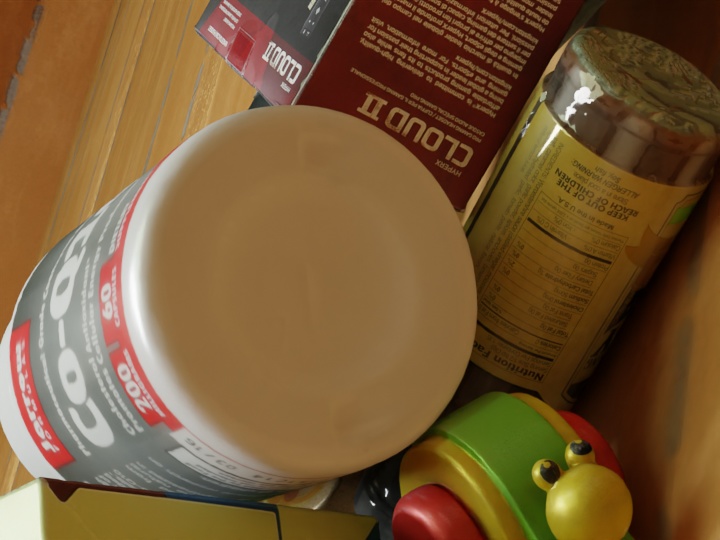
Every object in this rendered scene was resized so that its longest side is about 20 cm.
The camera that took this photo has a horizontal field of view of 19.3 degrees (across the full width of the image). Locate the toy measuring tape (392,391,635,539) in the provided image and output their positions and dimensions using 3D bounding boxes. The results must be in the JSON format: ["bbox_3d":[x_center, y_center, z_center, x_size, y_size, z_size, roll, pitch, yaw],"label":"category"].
[{"bbox_3d":[0.033,0.082,0.682,0.200,0.073,0.074,142,146,-66],"label":"toy measuring tape"}]

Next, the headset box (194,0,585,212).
[{"bbox_3d":[0.024,-0.122,0.739,0.200,0.077,0.149,-61,22,7],"label":"headset box"}]

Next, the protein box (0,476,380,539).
[{"bbox_3d":[-0.095,0.192,0.659,0.200,0.135,0.199,-27,61,41],"label":"protein box"}]

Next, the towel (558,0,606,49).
[{"bbox_3d":[0.068,-0.168,0.839,0.200,0.048,0.172,-41,38,32],"label":"towel"}]

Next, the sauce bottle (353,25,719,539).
[{"bbox_3d":[0.054,0.014,0.718,0.065,0.064,0.200,-89,23,-55],"label":"sauce bottle"}]

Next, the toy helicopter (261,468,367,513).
[{"bbox_3d":[-0.063,0.135,0.806,0.200,0.079,0.132,-48,37,18],"label":"toy helicopter"}]

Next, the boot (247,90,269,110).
[{"bbox_3d":[-0.006,-0.131,1.169,0.204,0.073,0.154,-42,28,52],"label":"boot"}]

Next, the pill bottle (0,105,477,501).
[{"bbox_3d":[-0.053,0.024,0.710,0.200,0.114,0.114,-27,44,63],"label":"pill bottle"}]
